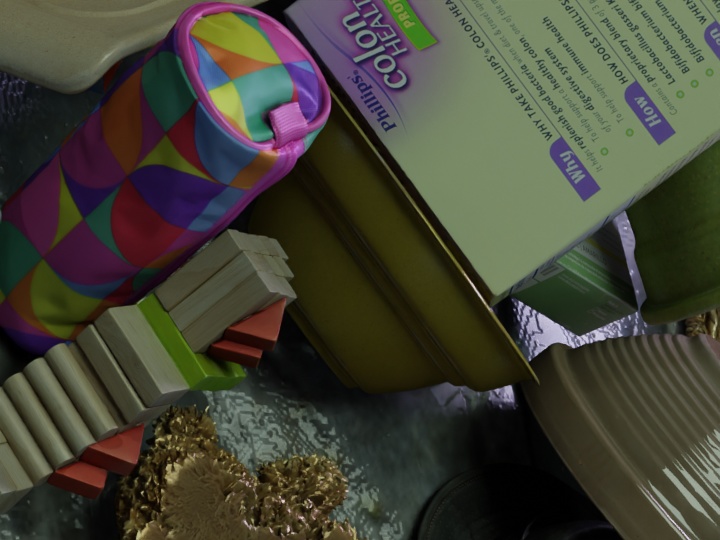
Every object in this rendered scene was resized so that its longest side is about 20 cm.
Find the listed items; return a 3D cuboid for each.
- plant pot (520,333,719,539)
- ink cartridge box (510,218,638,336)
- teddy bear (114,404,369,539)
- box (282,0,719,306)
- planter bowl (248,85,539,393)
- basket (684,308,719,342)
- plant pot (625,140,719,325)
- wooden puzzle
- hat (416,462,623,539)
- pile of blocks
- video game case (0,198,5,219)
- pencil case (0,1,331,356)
[{"bbox_3d":[0.185,0.101,1.146,0.201,0.093,0.201,45,12,-12],"label":"plant pot"},{"bbox_3d":[0.086,-0.075,1.214,0.145,0.048,0.201,28,44,-50],"label":"ink cartridge box"},{"bbox_3d":[-0.042,0.148,0.998,0.199,0.067,0.146,19,73,-36],"label":"teddy bear"},{"bbox_3d":[0.094,-0.111,1.059,0.176,0.200,0.097,53,0,5],"label":"box"},{"bbox_3d":[0.000,0.000,1.072,0.201,0.083,0.200,55,0,-1],"label":"planter bowl"},{"bbox_3d":[0.300,0.053,1.312,0.149,0.142,0.201,29,50,-30],"label":"basket"},{"bbox_3d":[0.206,-0.098,1.182,0.200,0.200,0.185,-31,95,-48],"label":"plant pot"},{"bbox_3d":[-0.134,-0.139,1.020,0.200,0.184,0.047,-35,136,-45],"label":"wooden puzzle"},{"bbox_3d":[0.124,0.183,1.117,0.200,0.081,0.202,23,52,-33],"label":"hat"},{"bbox_3d":[-0.105,0.060,0.934,0.199,0.082,0.062,-32,75,-9],"label":"pile of blocks"},{"bbox_3d":[-0.257,0.019,0.857,0.199,0.026,0.182,18,55,-18],"label":"video game case"},{"bbox_3d":[-0.097,-0.035,0.951,0.088,0.200,0.089,22,46,-26],"label":"pencil case"}]
